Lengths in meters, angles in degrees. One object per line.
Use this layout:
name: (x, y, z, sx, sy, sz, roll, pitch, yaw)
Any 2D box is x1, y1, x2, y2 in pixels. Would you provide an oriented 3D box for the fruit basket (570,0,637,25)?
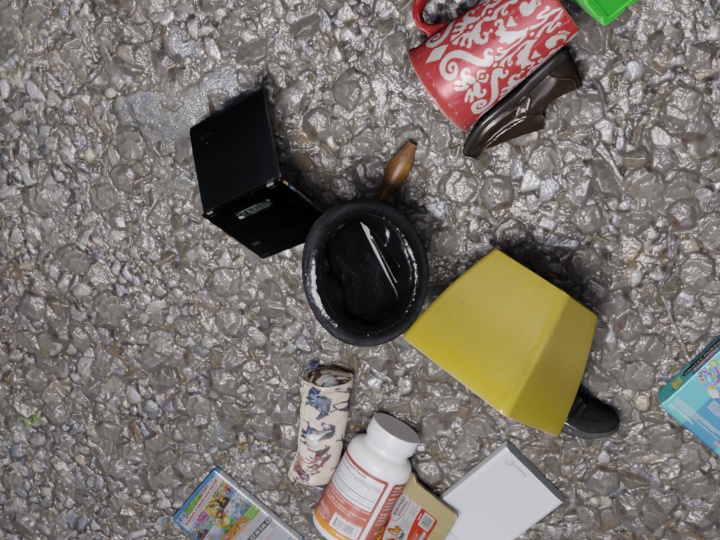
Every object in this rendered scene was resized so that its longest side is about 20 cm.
fruit basket: (0.304, -0.447, 1.242, 0.213, 0.155, 0.220, -13, 68, 34)

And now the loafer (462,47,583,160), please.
loafer: (0.223, -0.214, 1.362, 0.071, 0.073, 0.200, 46, 113, -5)

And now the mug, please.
mug: (0.166, -0.313, 1.303, 0.199, 0.134, 0.178, -35, 108, 21)

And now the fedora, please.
fedora: (0.000, 0.000, 1.383, 0.197, 0.092, 0.205, -2, 97, -14)

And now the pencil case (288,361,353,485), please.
pencil case: (-0.067, 0.252, 1.601, 0.088, 0.078, 0.203, 5, 113, -11)

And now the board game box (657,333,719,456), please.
board game box: (0.558, 0.168, 1.446, 0.150, 0.047, 0.201, 39, 113, -4)

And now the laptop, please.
laptop: (-0.144, -0.136, 1.471, 0.186, 0.117, 0.199, -18, 136, 44)

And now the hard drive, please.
hard drive: (0.213, 0.383, 1.617, 0.132, 0.027, 0.200, 43, 113, -5)

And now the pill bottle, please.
pill bottle: (0.013, 0.335, 1.585, 0.111, 0.112, 0.202, 28, 102, 1)

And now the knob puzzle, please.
knob puzzle: (0.041, 0.414, 1.652, 0.216, 0.030, 0.224, 1, 93, 23)

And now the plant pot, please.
plant pot: (0.216, 0.090, 1.394, 0.199, 0.199, 0.178, 36, 96, 36)

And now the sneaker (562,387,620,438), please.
sneaker: (0.302, 0.189, 1.498, 0.197, 0.073, 0.083, 20, 112, 4)

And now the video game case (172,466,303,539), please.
video game case: (-0.216, 0.453, 1.746, 0.199, 0.018, 0.143, 40, 114, -4)

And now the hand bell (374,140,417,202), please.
hand bell: (0.028, -0.097, 1.456, 0.103, 0.104, 0.202, 30, 103, 0)
